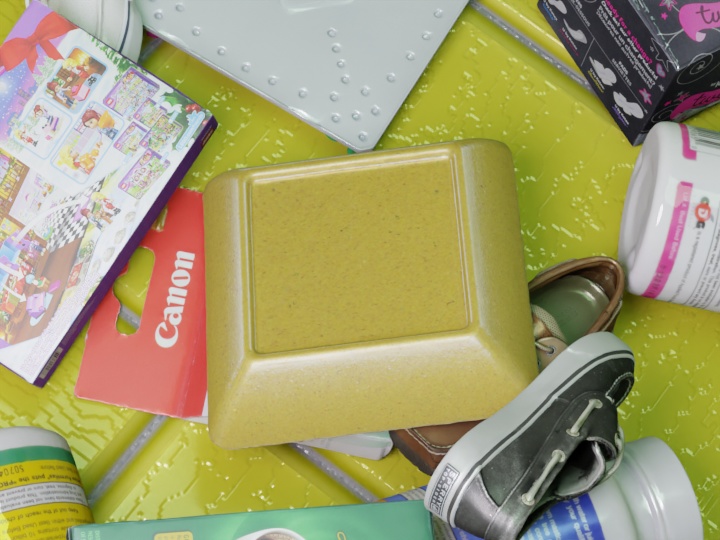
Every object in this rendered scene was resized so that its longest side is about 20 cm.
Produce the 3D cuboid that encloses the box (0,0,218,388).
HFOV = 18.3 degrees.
[{"bbox_3d":[-0.199,-0.048,1.378,0.137,0.039,0.200,33,85,6],"label":"box"}]

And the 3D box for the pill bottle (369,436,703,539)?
[{"bbox_3d":[0.097,0.167,1.323,0.199,0.112,0.112,-16,70,-15],"label":"pill bottle"}]

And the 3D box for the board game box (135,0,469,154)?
[{"bbox_3d":[-0.034,-0.197,1.512,0.199,0.026,0.200,30,66,5],"label":"board game box"}]

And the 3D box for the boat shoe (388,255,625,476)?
[{"bbox_3d":[0.093,0.048,1.370,0.076,0.074,0.200,41,50,13],"label":"boat shoe"}]

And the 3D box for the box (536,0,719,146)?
[{"bbox_3d":[0.243,-0.196,1.506,0.199,0.115,0.132,-27,73,-19],"label":"box"}]

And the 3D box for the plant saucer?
[{"bbox_3d":[0.000,0.000,1.347,0.199,0.049,0.201,-7,55,5],"label":"plant saucer"}]

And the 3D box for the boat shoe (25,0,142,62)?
[{"bbox_3d":[-0.190,-0.205,1.443,0.074,0.086,0.203,-13,65,24],"label":"boat shoe"}]

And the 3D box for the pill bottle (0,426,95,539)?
[{"bbox_3d":[-0.190,0.200,1.263,0.112,0.113,0.201,-16,70,-15],"label":"pill bottle"}]

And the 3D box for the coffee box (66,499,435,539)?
[{"bbox_3d":[-0.054,0.192,1.206,0.199,0.044,0.124,-4,74,-10],"label":"coffee box"}]

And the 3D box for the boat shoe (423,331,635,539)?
[{"bbox_3d":[0.112,0.100,1.260,0.064,0.071,0.200,32,38,20],"label":"boat shoe"}]

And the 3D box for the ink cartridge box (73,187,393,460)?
[{"bbox_3d":[-0.065,0.021,1.399,0.199,0.050,0.162,13,65,-6],"label":"ink cartridge box"}]

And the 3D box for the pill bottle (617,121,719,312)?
[{"bbox_3d":[0.274,-0.021,1.434,0.199,0.113,0.114,12,65,-3],"label":"pill bottle"}]
